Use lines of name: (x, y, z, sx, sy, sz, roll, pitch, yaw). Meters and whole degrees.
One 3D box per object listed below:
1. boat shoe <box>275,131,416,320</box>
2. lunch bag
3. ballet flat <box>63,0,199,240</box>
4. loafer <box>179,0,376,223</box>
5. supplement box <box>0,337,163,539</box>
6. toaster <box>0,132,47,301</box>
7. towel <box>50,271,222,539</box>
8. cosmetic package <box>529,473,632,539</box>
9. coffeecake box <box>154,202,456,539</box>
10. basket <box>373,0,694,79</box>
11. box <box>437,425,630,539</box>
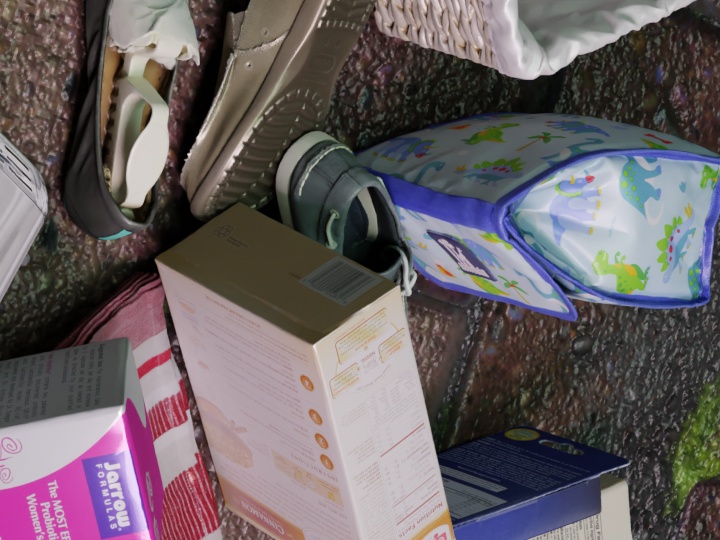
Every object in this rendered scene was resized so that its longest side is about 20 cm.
boat shoe: (0.000, 0.000, 1.631, 0.073, 0.062, 0.201, -42, 139, -23)
lunch bag: (0.109, -0.040, 1.662, 0.199, 0.170, 0.128, 6, 96, -39)
ballet flat: (-0.128, -0.115, 1.524, 0.068, 0.068, 0.201, 1, 99, -38)
loafer: (-0.056, -0.122, 1.582, 0.076, 0.068, 0.201, 17, 106, -57)
supplement box: (-0.215, 0.117, 1.427, 0.199, 0.103, 0.102, -12, 110, 0)
toaster: (-0.267, -0.041, 1.407, 0.200, 0.113, 0.130, 45, 68, -33)
towel: (-0.136, 0.118, 1.556, 0.144, 0.023, 0.201, -49, 132, -57)
cosmetic package: (0.092, 0.212, 1.766, 0.199, 0.071, 0.106, -17, 110, -34)
coffeecake box: (-0.032, 0.080, 1.567, 0.073, 0.153, 0.201, -34, 130, -28)
basket: (0.106, -0.249, 1.619, 0.199, 0.160, 0.199, -27, 115, -32)
box: (0.071, 0.151, 1.704, 0.199, 0.121, 0.033, -16, 109, -34)
